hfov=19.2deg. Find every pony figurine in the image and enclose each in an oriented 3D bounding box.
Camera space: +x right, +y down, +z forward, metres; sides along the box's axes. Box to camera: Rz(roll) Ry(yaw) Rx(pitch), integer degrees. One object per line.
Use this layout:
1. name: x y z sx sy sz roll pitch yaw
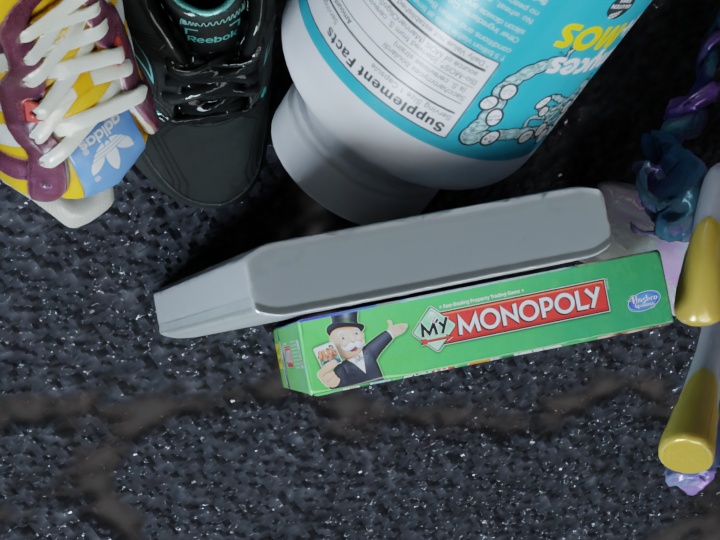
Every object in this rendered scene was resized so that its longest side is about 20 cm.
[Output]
1. pony figurine: 0.162 -0.002 0.853 0.165 0.201 0.194 4 142 10

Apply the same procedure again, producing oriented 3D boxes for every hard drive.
1. hard drive: 0.000 0.000 0.819 0.131 0.200 0.027 -11 89 -15

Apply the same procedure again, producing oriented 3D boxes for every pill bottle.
1. pill bottle: 0.043 -0.106 0.766 0.110 0.111 0.200 10 135 -31

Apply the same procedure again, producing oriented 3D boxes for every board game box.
1. board game box: 0.036 0.022 0.845 0.133 0.029 0.200 -11 179 -6

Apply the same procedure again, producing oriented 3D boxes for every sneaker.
1. sneaker: -0.098 -0.075 0.694 0.075 0.090 0.200 -33 174 -12
2. sneaker: -0.066 -0.089 0.766 0.075 0.080 0.201 -18 136 -8
